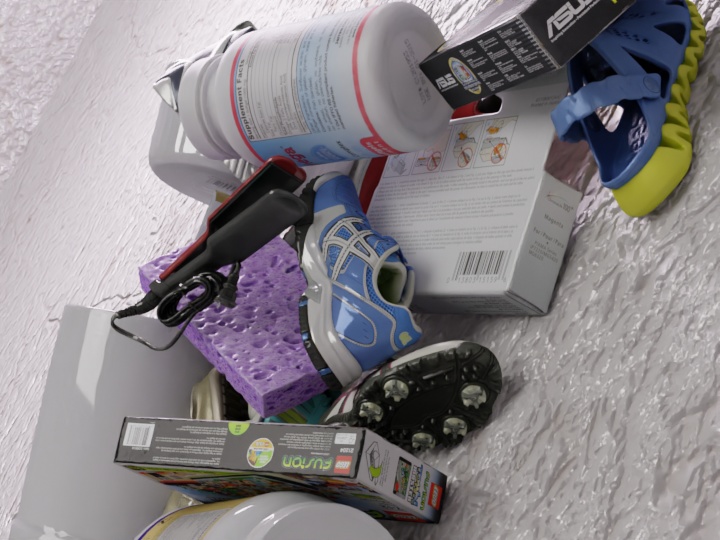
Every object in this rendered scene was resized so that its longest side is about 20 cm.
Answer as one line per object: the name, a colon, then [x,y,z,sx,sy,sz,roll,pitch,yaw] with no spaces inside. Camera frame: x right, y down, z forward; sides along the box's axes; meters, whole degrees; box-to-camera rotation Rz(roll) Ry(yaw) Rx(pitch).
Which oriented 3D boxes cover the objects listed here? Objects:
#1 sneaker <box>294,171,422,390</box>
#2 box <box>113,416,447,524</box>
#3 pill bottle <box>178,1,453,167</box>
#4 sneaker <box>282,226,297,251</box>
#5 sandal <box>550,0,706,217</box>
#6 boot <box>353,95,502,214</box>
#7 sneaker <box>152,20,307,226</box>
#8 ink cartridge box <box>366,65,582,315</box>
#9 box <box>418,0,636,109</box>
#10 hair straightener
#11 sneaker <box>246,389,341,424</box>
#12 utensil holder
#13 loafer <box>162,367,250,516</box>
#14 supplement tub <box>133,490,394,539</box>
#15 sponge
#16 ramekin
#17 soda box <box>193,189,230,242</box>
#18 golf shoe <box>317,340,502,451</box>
sneaker: [0.000,0.000,1.133,0.077,0.076,0.200,-22,43,13]
box: [-0.054,0.133,1.061,0.200,0.110,0.035,-1,67,34]
pill bottle: [-0.037,-0.133,1.189,0.200,0.109,0.109,-5,55,38]
sneaker: [-0.032,-0.002,1.319,0.082,0.077,0.200,-38,11,0]
sandal: [0.173,-0.132,1.040,0.079,0.087,0.200,-42,26,40]
boot: [0.072,-0.092,1.238,0.200,0.072,0.144,-55,26,11]
sneaker: [-0.071,-0.136,1.325,0.130,0.079,0.199,-44,54,0]
ink cartridge box: [0.080,-0.055,1.146,0.200,0.044,0.174,-1,65,55]
box: [0.137,-0.184,1.052,0.160,0.044,0.200,-41,9,-12]
hair straightener: [-0.115,-0.001,1.166,0.200,0.041,0.077,-35,39,25]
sneaker: [-0.045,0.123,1.207,0.080,0.078,0.200,-5,65,19]
utensil holder: [-0.187,0.140,1.310,0.170,0.170,0.200,-2,76,65]
loafer: [-0.116,0.173,1.216,0.068,0.076,0.200,-10,70,21]
supplement tub: [-0.068,0.221,1.042,0.200,0.145,0.146,-21,44,57]
sponge: [-0.079,0.030,1.224,0.111,0.030,0.200,-26,43,-23]
ramekin: [-0.101,-0.113,1.475,0.200,0.200,0.098,-8,63,63]
soda box: [-0.121,0.001,1.452,0.200,0.068,0.064,115,175,-68]
golf shoe: [0.026,0.086,1.104,0.200,0.077,0.088,-38,24,43]
